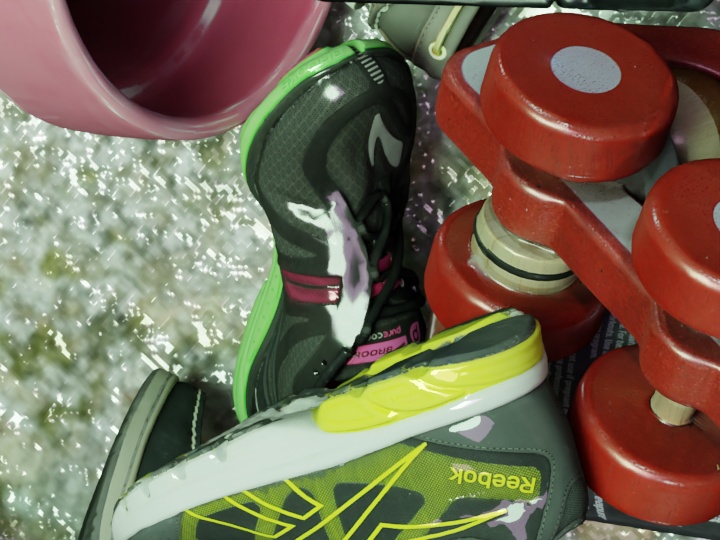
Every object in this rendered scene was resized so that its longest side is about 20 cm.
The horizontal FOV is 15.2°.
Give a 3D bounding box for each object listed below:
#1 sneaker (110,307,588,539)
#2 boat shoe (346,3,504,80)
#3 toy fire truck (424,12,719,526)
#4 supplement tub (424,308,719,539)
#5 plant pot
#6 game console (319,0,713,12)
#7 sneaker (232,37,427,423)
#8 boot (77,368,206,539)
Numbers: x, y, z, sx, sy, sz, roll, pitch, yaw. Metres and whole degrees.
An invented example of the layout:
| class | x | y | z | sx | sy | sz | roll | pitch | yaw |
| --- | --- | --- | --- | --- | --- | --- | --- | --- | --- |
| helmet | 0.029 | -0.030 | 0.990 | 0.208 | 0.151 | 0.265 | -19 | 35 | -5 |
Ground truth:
| class | x | y | z | sx | sy | sz | roll | pitch | yaw |
| --- | --- | --- | --- | --- | --- | --- | --- | --- | --- |
| sneaker | -0.007 | 0.083 | 0.928 | 0.200 | 0.074 | 0.085 | -25 | 91 | 41 |
| boat shoe | 0.074 | -0.156 | 0.997 | 0.060 | 0.072 | 0.202 | 46 | 112 | 4 |
| toy fire truck | 0.127 | -0.017 | 0.933 | 0.200 | 0.168 | 0.112 | 49 | 141 | 32 |
| supplement tub | 0.128 | 0.047 | 1.005 | 0.199 | 0.107 | 0.107 | 8 | 104 | 15 |
| plant pot | -0.126 | -0.152 | 1.006 | 0.179 | 0.200 | 0.201 | 7 | 104 | 31 |
| game console | 0.047 | -0.188 | 0.901 | 0.116 | 0.176 | 0.201 | 0 | 96 | -12 |
| sneaker | 0.000 | 0.000 | 1.023 | 0.084 | 0.077 | 0.200 | 42 | 143 | 39 |
| boot | -0.037 | 0.136 | 1.036 | 0.153 | 0.204 | 0.074 | 16 | 132 | -7 |
